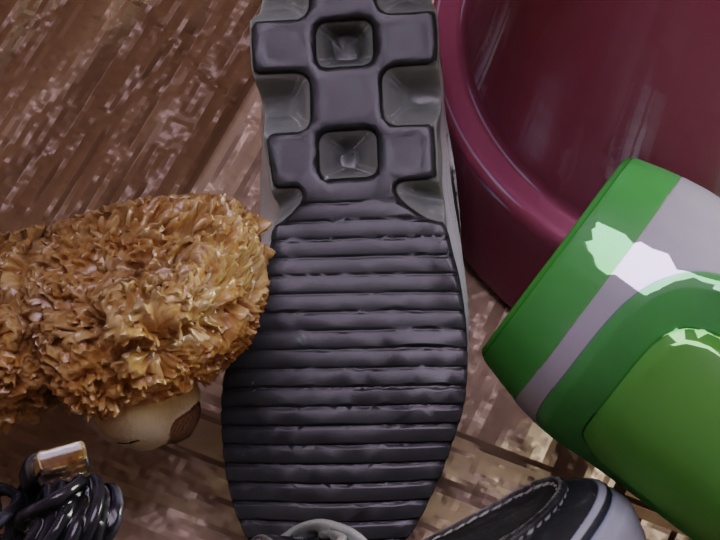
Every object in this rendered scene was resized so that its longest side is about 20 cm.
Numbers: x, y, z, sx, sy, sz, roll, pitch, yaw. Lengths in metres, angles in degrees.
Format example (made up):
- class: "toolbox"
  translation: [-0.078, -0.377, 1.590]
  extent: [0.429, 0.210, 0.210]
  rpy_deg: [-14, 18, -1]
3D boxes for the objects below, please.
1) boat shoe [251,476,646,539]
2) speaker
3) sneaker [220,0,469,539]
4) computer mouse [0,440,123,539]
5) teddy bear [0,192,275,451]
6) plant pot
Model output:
- class: "boat shoe"
  translation: [-0.008, 0.103, 0.826]
  extent: [0.200, 0.072, 0.071]
  rpy_deg: [-33, 99, -24]
- class: "speaker"
  translation: [0.135, 0.055, 0.852]
  extent: [0.200, 0.088, 0.088]
  rpy_deg: [37, 58, 3]
- class: "sneaker"
  translation: [0.000, 0.000, 0.921]
  extent: [0.074, 0.089, 0.201]
  rpy_deg: [4, 78, 5]
- class: "computer mouse"
  translation: [-0.128, 0.135, 0.807]
  extent: [0.044, 0.110, 0.200]
  rpy_deg: [38, 69, -8]
- class: "teddy bear"
  translation: [-0.121, 0.026, 0.857]
  extent: [0.199, 0.145, 0.067]
  rpy_deg: [-6, 80, -4]
- class: "plant pot"
  translation: [0.123, -0.091, 0.926]
  extent: [0.199, 0.179, 0.200]
  rpy_deg: [2, 54, -3]
